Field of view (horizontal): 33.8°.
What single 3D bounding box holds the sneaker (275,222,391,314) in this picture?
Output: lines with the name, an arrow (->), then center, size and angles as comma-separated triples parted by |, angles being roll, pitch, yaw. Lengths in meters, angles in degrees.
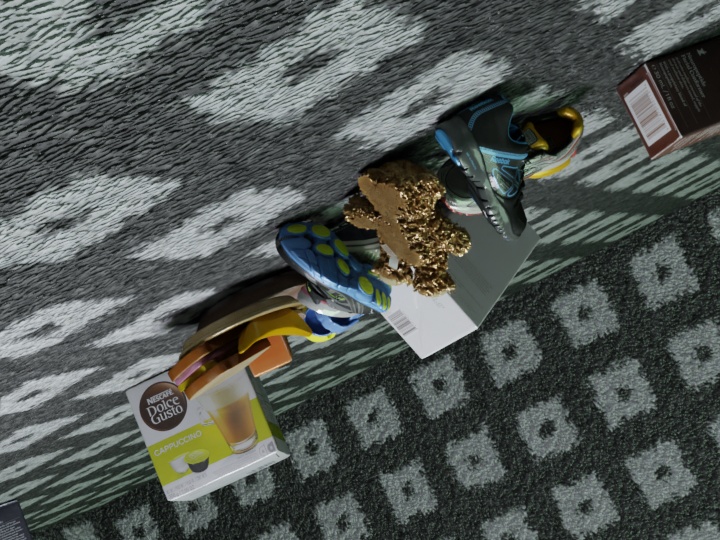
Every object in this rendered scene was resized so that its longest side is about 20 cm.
sneaker -> -0.038, 0.008, 1.377 | 0.082, 0.071, 0.199 | -17, 150, 27

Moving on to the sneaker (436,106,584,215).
sneaker -> 0.168, -0.133, 1.340 | 0.199, 0.078, 0.082 | -30, 165, -19

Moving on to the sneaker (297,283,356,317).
sneaker -> 0.000, 0.000, 1.574 | 0.199, 0.075, 0.106 | -4, 116, -48

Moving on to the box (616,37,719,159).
box -> 0.418, -0.216, 1.419 | 0.199, 0.101, 0.075 | -22, 171, -25

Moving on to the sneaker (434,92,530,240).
sneaker -> 0.149, -0.103, 1.241 | 0.082, 0.073, 0.200 | -35, 143, 1

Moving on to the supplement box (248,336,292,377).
supplement box -> -0.143, 0.114, 1.809 | 0.066, 0.069, 0.200 | -24, -177, -3

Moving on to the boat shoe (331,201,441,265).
boat shoe -> 0.014, -0.042, 1.418 | 0.198, 0.063, 0.074 | -13, 153, 29

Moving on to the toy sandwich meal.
toy sandwich meal -> -0.155, 0.101, 1.572 | 0.204, 0.071, 0.205 | -25, 171, -4

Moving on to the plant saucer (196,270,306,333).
plant saucer -> -0.140, 0.046, 1.623 | 0.199, 0.032, 0.200 | -24, 172, -4

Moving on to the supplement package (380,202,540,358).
supplement package -> 0.120, -0.007, 1.524 | 0.120, 0.121, 0.200 | -35, -170, 48

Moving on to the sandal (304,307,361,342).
sandal -> 0.001, 0.032, 1.685 | 0.200, 0.080, 0.087 | -40, 180, -6

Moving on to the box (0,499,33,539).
box -> -0.806, 0.644, 2.706 | 0.104, 0.201, 0.148 | -19, 169, -30

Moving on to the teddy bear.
teddy bear -> 0.054, -0.048, 1.308 | 0.144, 0.201, 0.067 | 7, -133, 39

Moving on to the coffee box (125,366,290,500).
coffee box -> -0.252, 0.257, 1.995 | 0.198, 0.199, 0.200 | -24, 169, -1
